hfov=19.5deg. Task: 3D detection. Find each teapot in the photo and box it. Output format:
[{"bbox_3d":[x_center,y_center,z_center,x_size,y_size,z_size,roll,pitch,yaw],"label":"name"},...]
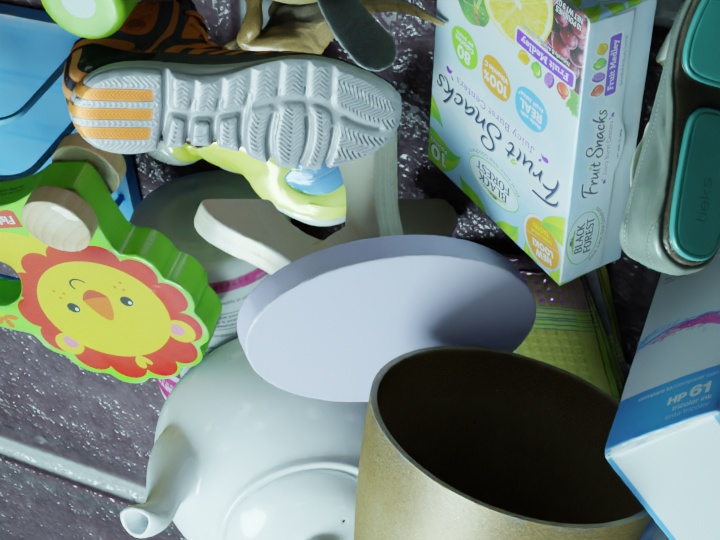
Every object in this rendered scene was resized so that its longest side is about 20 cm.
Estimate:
[{"bbox_3d":[-0.039,0.146,1.419,0.200,0.146,0.197,-27,132,6],"label":"teapot"}]

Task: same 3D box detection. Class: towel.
[{"bbox_3d":[0.089,0.041,1.446,0.200,0.023,0.144,2,130,30],"label":"towel"}]

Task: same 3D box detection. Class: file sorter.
[{"bbox_3d":[-0.252,-0.071,1.475,0.139,0.123,0.200,13,134,22],"label":"file sorter"}]

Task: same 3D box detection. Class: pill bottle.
[{"bbox_3d":[-0.095,0.039,1.486,0.113,0.113,0.200,12,134,22],"label":"pill bottle"}]

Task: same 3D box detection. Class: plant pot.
[{"bbox_3d":[0.071,0.179,1.294,0.186,0.186,0.200,22,118,12],"label":"plant pot"}]

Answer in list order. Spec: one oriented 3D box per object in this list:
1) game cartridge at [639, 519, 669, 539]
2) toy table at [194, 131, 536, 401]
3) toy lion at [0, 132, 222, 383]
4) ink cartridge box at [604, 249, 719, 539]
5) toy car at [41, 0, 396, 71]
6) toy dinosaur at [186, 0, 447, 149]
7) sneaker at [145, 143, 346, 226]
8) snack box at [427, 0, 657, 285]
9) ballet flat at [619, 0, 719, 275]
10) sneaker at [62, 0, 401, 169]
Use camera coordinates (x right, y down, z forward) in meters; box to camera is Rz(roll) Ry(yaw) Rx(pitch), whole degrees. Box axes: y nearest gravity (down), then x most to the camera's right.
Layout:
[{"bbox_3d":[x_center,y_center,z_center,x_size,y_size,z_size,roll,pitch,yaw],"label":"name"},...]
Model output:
[{"bbox_3d":[0.164,0.164,1.371,0.200,0.133,0.042,-24,126,35],"label":"game cartridge"},{"bbox_3d":[0.000,0.000,1.327,0.200,0.117,0.184,10,127,-38],"label":"toy table"},{"bbox_3d":[-0.198,0.002,1.386,0.200,0.069,0.192,-1,136,27],"label":"toy lion"},{"bbox_3d":[0.237,0.085,1.262,0.085,0.200,0.145,-27,112,33],"label":"ink cartridge box"},{"bbox_3d":[-0.054,-0.192,1.217,0.200,0.164,0.158,30,138,-3],"label":"toy car"},{"bbox_3d":[-0.042,-0.149,1.305,0.200,0.060,0.106,-32,90,27],"label":"toy dinosaur"},{"bbox_3d":[-0.077,-0.112,1.379,0.200,0.076,0.105,24,125,0],"label":"sneaker"},{"bbox_3d":[0.102,-0.111,1.228,0.142,0.053,0.200,48,151,37],"label":"snack box"},{"bbox_3d":[0.185,-0.097,1.172,0.067,0.200,0.064,15,179,-30],"label":"ballet flat"},{"bbox_3d":[-0.078,-0.122,1.254,0.200,0.112,0.078,5,124,-15],"label":"sneaker"}]
